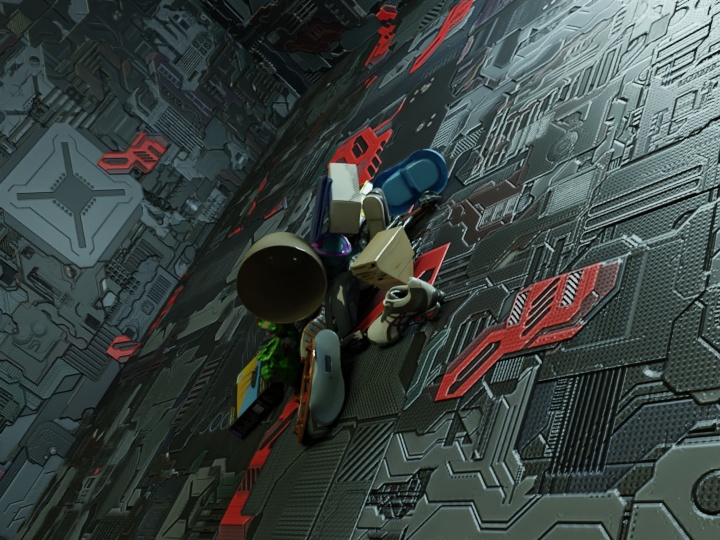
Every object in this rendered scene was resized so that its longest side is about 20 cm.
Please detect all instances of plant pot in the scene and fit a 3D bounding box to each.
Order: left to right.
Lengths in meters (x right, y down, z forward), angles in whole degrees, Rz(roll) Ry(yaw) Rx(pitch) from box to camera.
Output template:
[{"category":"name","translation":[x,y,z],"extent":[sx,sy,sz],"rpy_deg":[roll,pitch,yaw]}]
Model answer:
[{"category":"plant pot","translation":[-0.172,-0.004,1.667],"extent":[0.200,0.199,0.136],"rpy_deg":[-41,26,21]}]

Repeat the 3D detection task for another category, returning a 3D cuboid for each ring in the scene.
[{"category":"ring","translation":[-0.114,0.236,1.492],"extent":[0.200,0.019,0.206],"rpy_deg":[-171,90,-83]}]

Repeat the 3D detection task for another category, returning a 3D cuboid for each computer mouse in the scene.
[{"category":"computer mouse","translation":[-0.042,0.087,1.608],"extent":[0.138,0.052,0.204],"rpy_deg":[-35,45,45]}]

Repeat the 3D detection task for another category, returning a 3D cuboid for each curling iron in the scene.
[{"category":"curling iron","translation":[0.100,-0.122,1.744],"extent":[0.198,0.049,0.026],"rpy_deg":[-34,57,20]}]

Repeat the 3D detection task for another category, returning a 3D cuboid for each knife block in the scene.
[{"category":"knife block","translation":[0.058,-0.053,1.553],"extent":[0.063,0.199,0.180],"rpy_deg":[-14,66,32]}]

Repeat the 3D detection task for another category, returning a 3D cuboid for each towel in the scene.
[{"category":"towel","translation":[-0.091,-0.141,1.706],"extent":[0.200,0.023,0.148],"rpy_deg":[-128,49,-81]}]

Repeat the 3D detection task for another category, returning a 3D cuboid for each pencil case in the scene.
[{"category":"pencil case","translation":[-0.079,-0.002,1.763],"extent":[0.202,0.090,0.086],"rpy_deg":[105,176,-49]}]

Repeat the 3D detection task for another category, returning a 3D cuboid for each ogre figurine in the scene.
[{"category":"ogre figurine","translation":[-0.174,0.178,1.703],"extent":[0.097,0.120,0.202],"rpy_deg":[-30,41,9]}]

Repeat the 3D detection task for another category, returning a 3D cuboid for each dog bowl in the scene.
[{"category":"dog bowl","translation":[0.119,-0.211,1.780],"extent":[0.198,0.113,0.050],"rpy_deg":[-29,12,25]}]

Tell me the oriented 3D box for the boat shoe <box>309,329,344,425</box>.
[{"category":"boat shoe","translation":[-0.069,0.228,1.511],"extent":[0.092,0.069,0.204],"rpy_deg":[104,169,-53]}]

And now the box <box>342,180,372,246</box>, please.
[{"category":"box","translation":[-0.024,-0.096,1.859],"extent":[0.202,0.049,0.161],"rpy_deg":[116,180,-47]}]

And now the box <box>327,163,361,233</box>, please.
[{"category":"box","translation":[-0.039,-0.166,1.707],"extent":[0.202,0.067,0.084],"rpy_deg":[-97,12,-57]}]

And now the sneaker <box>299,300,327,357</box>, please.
[{"category":"sneaker","translation":[-0.091,0.135,1.708],"extent":[0.077,0.077,0.202],"rpy_deg":[-48,12,46]}]

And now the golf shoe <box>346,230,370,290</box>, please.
[{"category":"golf shoe","translation":[0.000,0.000,1.764],"extent":[0.098,0.077,0.201],"rpy_deg":[-58,8,33]}]

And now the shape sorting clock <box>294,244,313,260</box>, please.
[{"category":"shape sorting clock","translation":[-0.142,0.021,1.870],"extent":[0.201,0.039,0.201],"rpy_deg":[-51,-18,-24]}]

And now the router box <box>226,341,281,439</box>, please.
[{"category":"router box","translation":[-0.249,0.283,1.802],"extent":[0.149,0.051,0.201],"rpy_deg":[-47,20,15]}]

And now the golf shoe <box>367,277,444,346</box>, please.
[{"category":"golf shoe","translation":[0.070,0.073,1.436],"extent":[0.199,0.088,0.078],"rpy_deg":[-36,26,39]}]

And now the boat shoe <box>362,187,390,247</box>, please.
[{"category":"boat shoe","translation":[0.045,-0.083,1.662],"extent":[0.065,0.204,0.057],"rpy_deg":[4,30,21]}]

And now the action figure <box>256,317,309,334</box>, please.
[{"category":"action figure","translation":[-0.165,0.122,1.847],"extent":[0.065,0.101,0.198],"rpy_deg":[28,36,32]}]
